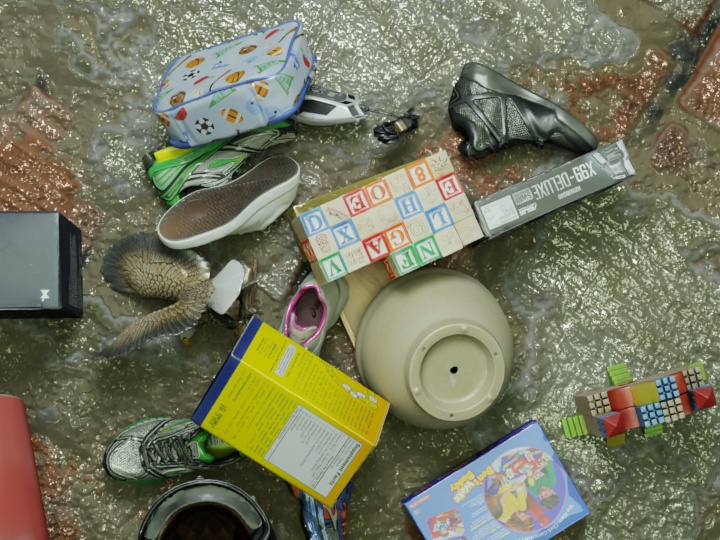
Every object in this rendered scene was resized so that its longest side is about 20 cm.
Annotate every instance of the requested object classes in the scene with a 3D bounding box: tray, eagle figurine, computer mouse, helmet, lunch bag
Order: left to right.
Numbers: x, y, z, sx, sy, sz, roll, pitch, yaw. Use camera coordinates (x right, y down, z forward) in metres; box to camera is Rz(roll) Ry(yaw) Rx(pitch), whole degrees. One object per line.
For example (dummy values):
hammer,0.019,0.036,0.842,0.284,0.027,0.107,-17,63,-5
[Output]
eagle figurine,-0.227,0.043,1.716,0.198,0.152,0.152,7,106,-8
helmet,-0.183,0.355,1.665,0.198,0.191,0.202,-4,122,-6
lunch bag,-0.147,-0.230,1.707,0.198,0.161,0.076,-12,125,19
computer mouse,-0.029,-0.199,1.769,0.198,0.110,0.044,16,113,9
tray,0.000,0.000,1.777,0.098,0.037,0.202,-24,89,-5

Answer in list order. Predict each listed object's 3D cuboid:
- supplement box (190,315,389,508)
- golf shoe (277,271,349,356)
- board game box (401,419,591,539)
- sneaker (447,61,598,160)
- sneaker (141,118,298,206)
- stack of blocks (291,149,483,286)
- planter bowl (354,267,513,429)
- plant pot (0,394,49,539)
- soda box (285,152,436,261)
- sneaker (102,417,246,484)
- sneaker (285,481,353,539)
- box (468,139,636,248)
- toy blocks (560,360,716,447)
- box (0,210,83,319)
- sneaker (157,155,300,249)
supplement box,-0.081,0.167,1.657,0.199,0.110,0.109,33,115,-3
golf shoe,-0.081,0.091,1.724,0.075,0.091,0.202,22,99,11
board game box,0.170,0.298,1.763,0.199,0.045,0.135,-30,89,-5
sneaker,0.199,-0.173,1.783,0.198,0.076,0.115,26,87,1
sneaker,-0.169,-0.142,1.763,0.198,0.078,0.086,-22,95,4
stack of blocks,0.032,-0.049,1.669,0.199,0.059,0.116,-24,90,-13
planter bowl,0.103,0.108,1.702,0.198,0.135,0.202,-2,102,-11
plant pot,-0.472,0.244,1.663,0.198,0.201,0.179,-2,76,-4
soda box,0.013,-0.078,1.731,0.198,0.064,0.068,-21,88,-14
sneaker,-0.219,0.213,1.715,0.198,0.085,0.079,-13,87,-4
sneaker,-0.040,0.294,1.737,0.078,0.075,0.202,-20,89,-8
box,0.227,-0.093,1.737,0.198,0.158,0.050,-23,88,-6
toy blocks,0.358,0.163,1.738,0.198,0.137,0.101,-14,87,-5
box,-0.440,-0.003,1.665,0.194,0.200,0.119,0,86,-4
sneaker,-0.158,-0.063,1.729,0.199,0.085,0.073,-27,57,-23
